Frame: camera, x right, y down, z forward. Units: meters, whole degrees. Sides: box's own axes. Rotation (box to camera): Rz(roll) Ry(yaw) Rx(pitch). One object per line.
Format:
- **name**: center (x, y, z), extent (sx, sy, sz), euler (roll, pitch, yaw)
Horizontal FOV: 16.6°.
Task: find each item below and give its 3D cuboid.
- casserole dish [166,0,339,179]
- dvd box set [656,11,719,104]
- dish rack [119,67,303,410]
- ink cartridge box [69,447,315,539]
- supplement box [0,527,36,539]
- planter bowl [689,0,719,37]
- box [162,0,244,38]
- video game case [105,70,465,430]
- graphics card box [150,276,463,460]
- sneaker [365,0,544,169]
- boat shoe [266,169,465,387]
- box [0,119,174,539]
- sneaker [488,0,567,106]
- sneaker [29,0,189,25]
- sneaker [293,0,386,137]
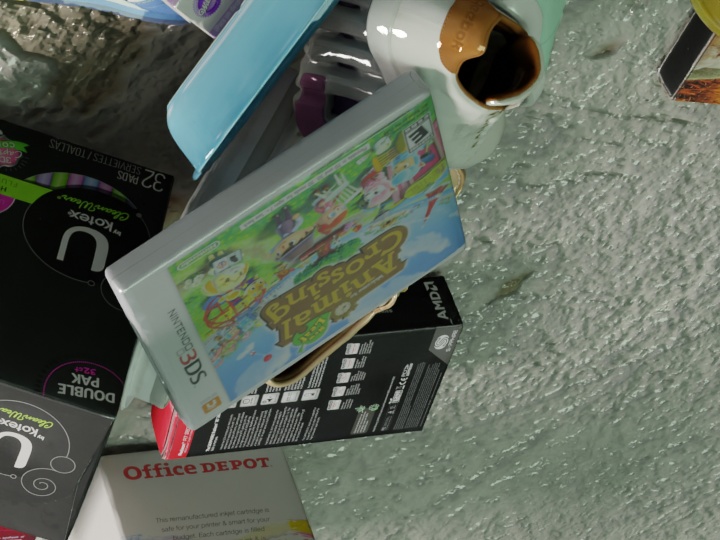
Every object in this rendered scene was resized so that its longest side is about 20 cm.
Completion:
- **casserole dish**: center (-0.042, -0.136, 1.322), extent (0.039, 0.121, 0.200), euler (38, 107, -3)
- **dvd box set**: center (0.310, -0.163, 1.611), extent (0.200, 0.029, 0.146), euler (3, 137, -29)
- **dish rack**: center (-0.077, -0.019, 1.468), extent (0.043, 0.200, 0.172), euler (23, 133, 2)
- **ink cartridge box**: center (-0.114, 0.245, 1.775), extent (0.147, 0.200, 0.145), euler (-3, 142, -24)
- **supplement box**: center (-0.267, 0.144, 1.686), extent (0.109, 0.061, 0.200), euler (3, 139, -31)
- **planter bowl**: center (0.300, -0.197, 1.482), extent (0.200, 0.083, 0.201), euler (-14, 131, -17)
- **box**: center (-0.037, -0.216, 1.297), extent (0.200, 0.041, 0.039), euler (-51, 139, 3)
- **video game case**: center (-0.035, -0.007, 1.380), extent (0.200, 0.022, 0.182), euler (-34, 152, -9)
- **graphics card box**: center (-0.039, 0.068, 1.712), extent (0.200, 0.051, 0.126), euler (-5, 140, -20)
- **sneaker**: center (0.065, -0.099, 1.385), extent (0.073, 0.085, 0.200), euler (-65, 159, -11)
- **boat shoe**: center (0.000, 0.000, 1.597), extent (0.200, 0.069, 0.074), euler (-47, 125, 7)
- **box**: center (-0.205, 0.029, 1.418), extent (0.148, 0.200, 0.124), euler (18, 134, -8)
- **sneaker**: center (0.104, -0.172, 1.458), extent (0.118, 0.074, 0.200), euler (-58, 176, -11)
- **sneaker**: center (-0.127, -0.186, 1.324), extent (0.200, 0.074, 0.082), euler (1, 134, -32)
- **sneaker**: center (0.012, -0.165, 1.426), extent (0.088, 0.080, 0.200), euler (-46, 149, -53)
